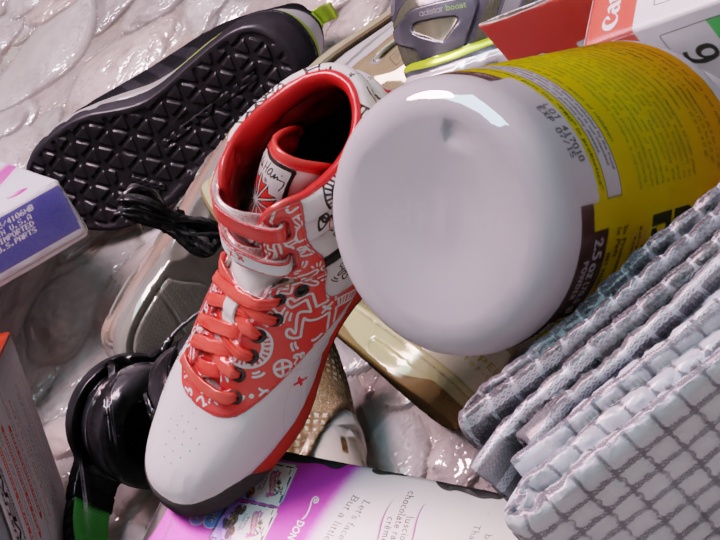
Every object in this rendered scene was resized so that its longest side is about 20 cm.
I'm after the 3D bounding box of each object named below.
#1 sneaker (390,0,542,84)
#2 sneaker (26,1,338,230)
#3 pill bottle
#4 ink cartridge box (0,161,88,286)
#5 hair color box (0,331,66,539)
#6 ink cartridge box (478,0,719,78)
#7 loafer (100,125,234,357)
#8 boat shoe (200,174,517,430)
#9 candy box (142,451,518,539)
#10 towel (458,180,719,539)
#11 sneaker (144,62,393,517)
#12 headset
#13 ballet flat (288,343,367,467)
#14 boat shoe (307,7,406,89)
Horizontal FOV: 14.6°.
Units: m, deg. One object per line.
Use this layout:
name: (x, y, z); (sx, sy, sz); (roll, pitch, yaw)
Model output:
sneaker: (0.103, -0.141, 1.353); (0.200, 0.081, 0.074); (-21, -2, 4)
sneaker: (-0.094, -0.088, 1.568); (0.200, 0.072, 0.083); (-27, 12, 23)
pill bottle: (0.085, -0.034, 1.134); (0.109, 0.109, 0.200); (-14, 2, 36)
ink cartridge box: (-0.263, 0.005, 1.548); (0.196, 0.043, 0.200); (-32, 16, -14)
hair color box: (-0.187, 0.102, 1.341); (0.061, 0.102, 0.200); (-18, 9, 0)
ink cartridge box: (0.159, -0.092, 1.260); (0.200, 0.109, 0.050); (-17, 43, 33)
loafer: (-0.069, -0.030, 1.465); (0.200, 0.072, 0.063); (-53, 29, -7)
boat shoe: (-0.001, -0.001, 1.341); (0.063, 0.073, 0.201); (-49, 47, -2)
candy box: (-0.002, 0.154, 1.164); (0.200, 0.061, 0.137); (9, 59, 29)
towel: (0.151, 0.057, 1.064); (0.200, 0.166, 0.086); (-41, 39, 4)
sneaker: (-0.044, 0.005, 1.157); (0.067, 0.108, 0.201); (40, 93, 32)
headset: (-0.100, 0.060, 1.367); (0.123, 0.094, 0.200); (-19, 50, 44)
ballet flat: (-0.029, 0.120, 1.286); (0.065, 0.071, 0.200); (11, 62, 20)
boat shoe: (0.025, -0.090, 1.423); (0.200, 0.075, 0.068); (-50, 32, -6)
